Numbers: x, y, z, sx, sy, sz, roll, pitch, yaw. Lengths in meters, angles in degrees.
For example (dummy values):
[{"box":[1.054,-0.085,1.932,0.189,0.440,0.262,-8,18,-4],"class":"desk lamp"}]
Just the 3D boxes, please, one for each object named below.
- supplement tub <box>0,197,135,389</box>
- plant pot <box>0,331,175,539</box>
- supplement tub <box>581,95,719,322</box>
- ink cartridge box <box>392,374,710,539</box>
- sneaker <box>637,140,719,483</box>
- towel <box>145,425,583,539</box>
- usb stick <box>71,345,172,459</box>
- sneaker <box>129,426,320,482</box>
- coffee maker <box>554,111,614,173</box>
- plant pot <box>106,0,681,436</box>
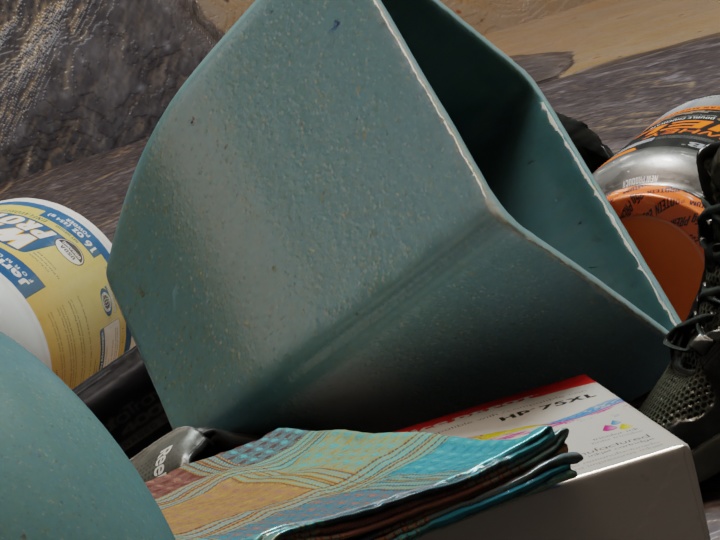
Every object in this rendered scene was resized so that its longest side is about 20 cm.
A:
[{"box":[-0.232,0.045,1.524,0.144,0.145,0.200,-11,10,20],"class":"supplement tub"},{"box":[-0.124,0.136,0.822,0.134,0.201,0.200,31,33,25],"class":"plant pot"},{"box":[0.175,-0.016,1.333,0.122,0.123,0.200,-11,11,23],"class":"supplement tub"},{"box":[0.060,0.098,1.027,0.116,0.068,0.200,-16,9,-7],"class":"ink cartridge box"},{"box":[0.163,0.007,1.114,0.199,0.114,0.076,-44,14,-3],"class":"sneaker"},{"box":[-0.033,0.086,0.953,0.146,0.022,0.200,-18,8,-34],"class":"towel"},{"box":[-0.118,0.069,1.325,0.200,0.056,0.033,-34,30,5],"class":"usb stick"},{"box":[-0.091,0.108,1.103,0.199,0.067,0.091,-14,-32,-2],"class":"sneaker"},{"box":[0.071,-0.029,1.526,0.191,0.135,0.200,-8,12,30],"class":"coffee maker"},{"box":[0.000,0.000,1.184,0.200,0.197,0.196,-39,-36,16],"class":"plant pot"}]
